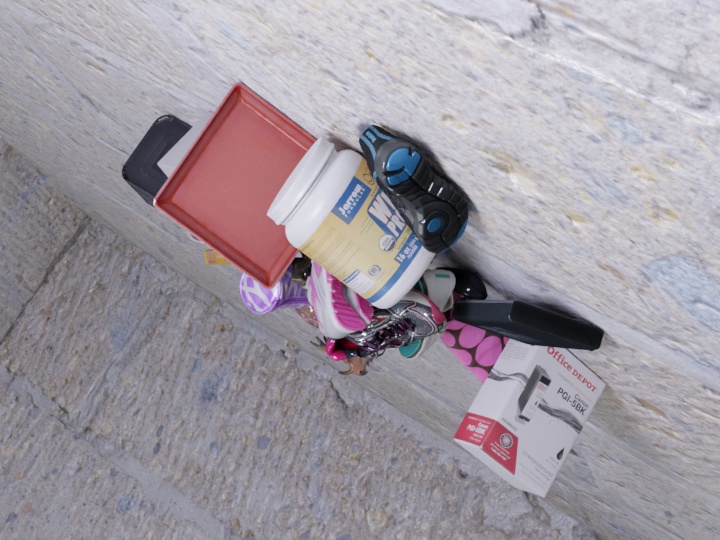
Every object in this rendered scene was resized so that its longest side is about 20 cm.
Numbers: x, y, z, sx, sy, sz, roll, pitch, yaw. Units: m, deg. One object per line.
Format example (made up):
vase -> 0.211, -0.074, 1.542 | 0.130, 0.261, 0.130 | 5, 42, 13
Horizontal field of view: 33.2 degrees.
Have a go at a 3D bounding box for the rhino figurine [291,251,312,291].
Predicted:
rhino figurine -> 0.000, 0.000, 1.732 | 0.197, 0.089, 0.060 | 15, 164, -13

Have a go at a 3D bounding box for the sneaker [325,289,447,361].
sneaker -> 0.036, 0.085, 1.674 | 0.198, 0.075, 0.081 | -17, 121, 42

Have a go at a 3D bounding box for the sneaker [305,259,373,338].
sneaker -> -0.039, 0.004, 1.649 | 0.080, 0.203, 0.088 | 13, 147, -26

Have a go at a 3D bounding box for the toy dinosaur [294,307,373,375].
toy dinosaur -> -0.055, 0.069, 1.939 | 0.198, 0.137, 0.086 | 31, 171, 21

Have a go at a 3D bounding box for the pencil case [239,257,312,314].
pencil case -> -0.089, 0.025, 1.783 | 0.199, 0.084, 0.086 | -1, -131, -52

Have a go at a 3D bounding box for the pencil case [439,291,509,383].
pencil case -> 0.180, 0.096, 1.849 | 0.200, 0.093, 0.092 | 43, -149, -38

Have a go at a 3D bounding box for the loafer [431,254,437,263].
loafer -> 0.022, -0.056, 1.695 | 0.199, 0.070, 0.070 | 27, 167, 36

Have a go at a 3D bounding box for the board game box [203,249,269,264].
board game box -> -0.161, -0.029, 1.749 | 0.200, 0.094, 0.030 | -173, 70, -70

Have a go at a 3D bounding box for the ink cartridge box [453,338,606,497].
ink cartridge box -> 0.253, 0.208, 1.796 | 0.146, 0.202, 0.083 | 38, 165, -23

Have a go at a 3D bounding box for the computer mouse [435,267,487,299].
computer mouse -> 0.114, -0.001, 1.767 | 0.199, 0.034, 0.058 | 27, 179, 44

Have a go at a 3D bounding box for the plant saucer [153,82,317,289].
plant saucer -> -0.143, -0.113, 1.624 | 0.198, 0.201, 0.037 | 36, 179, -8

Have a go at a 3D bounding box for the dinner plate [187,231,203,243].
dinner plate -> -0.169, -0.083, 1.850 | 0.199, 0.199, 0.025 | 18, 134, 56

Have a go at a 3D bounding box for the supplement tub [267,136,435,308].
supplement tub -> -0.006, -0.062, 1.553 | 0.199, 0.146, 0.145 | 36, 169, -10

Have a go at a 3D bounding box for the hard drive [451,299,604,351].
hard drive -> 0.223, 0.073, 1.645 | 0.138, 0.033, 0.200 | 19, 174, -16

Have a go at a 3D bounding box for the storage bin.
storage bin -> -0.282, -0.152, 2.023 | 0.198, 0.136, 0.094 | 30, 169, 24

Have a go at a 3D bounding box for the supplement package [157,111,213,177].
supplement package -> -0.188, -0.145, 1.782 | 0.199, 0.120, 0.122 | 19, 153, 54

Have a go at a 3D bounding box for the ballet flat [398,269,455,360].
ballet flat -> 0.099, 0.065, 1.731 | 0.069, 0.070, 0.201 | 31, 147, 14

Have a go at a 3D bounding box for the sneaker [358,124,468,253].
sneaker -> 0.065, -0.099, 1.427 | 0.082, 0.073, 0.201 | 47, 175, 44
